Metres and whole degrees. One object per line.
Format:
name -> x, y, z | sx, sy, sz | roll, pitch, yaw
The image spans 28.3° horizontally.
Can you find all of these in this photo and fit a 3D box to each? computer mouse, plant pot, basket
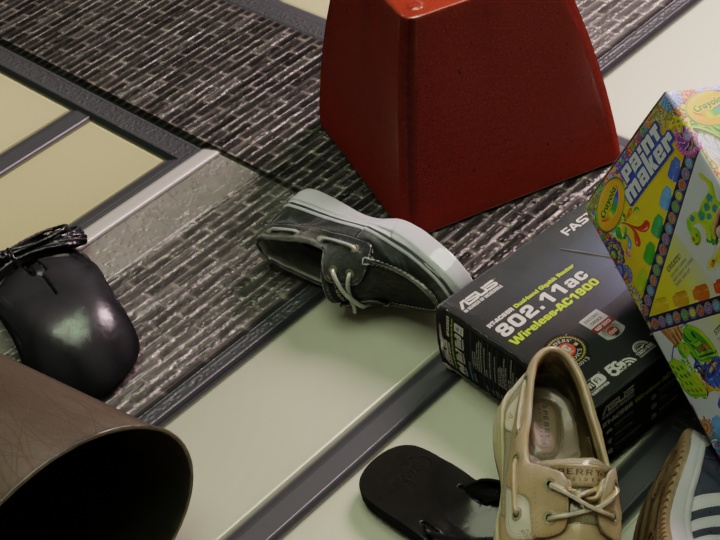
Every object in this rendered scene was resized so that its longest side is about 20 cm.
computer mouse -> -0.242, 0.025, 1.091 | 0.138, 0.053, 0.200 | -28, 44, -22
plant pot -> 0.078, -0.180, 1.168 | 0.199, 0.177, 0.200 | -21, 41, -13
basket -> -0.234, 0.128, 0.914 | 0.180, 0.136, 0.200 | -39, 44, -23

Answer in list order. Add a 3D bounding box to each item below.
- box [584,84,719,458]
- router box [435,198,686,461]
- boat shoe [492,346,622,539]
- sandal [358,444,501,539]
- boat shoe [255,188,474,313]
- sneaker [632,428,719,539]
box -> 0.284, -0.013, 0.889 | 0.199, 0.122, 0.193 | -10, 61, -26
router box -> 0.175, 0.029, 0.992 | 0.200, 0.062, 0.150 | -33, 44, -25
boat shoe -> 0.116, 0.133, 0.821 | 0.072, 0.065, 0.201 | 7, 45, -9
sandal -> 0.076, 0.157, 0.877 | 0.200, 0.045, 0.075 | 26, 52, 35
boat shoe -> 0.000, 0.000, 1.069 | 0.071, 0.072, 0.200 | -44, 40, -22
sneaker -> 0.216, 0.171, 0.818 | 0.108, 0.070, 0.200 | 23, 27, 5
